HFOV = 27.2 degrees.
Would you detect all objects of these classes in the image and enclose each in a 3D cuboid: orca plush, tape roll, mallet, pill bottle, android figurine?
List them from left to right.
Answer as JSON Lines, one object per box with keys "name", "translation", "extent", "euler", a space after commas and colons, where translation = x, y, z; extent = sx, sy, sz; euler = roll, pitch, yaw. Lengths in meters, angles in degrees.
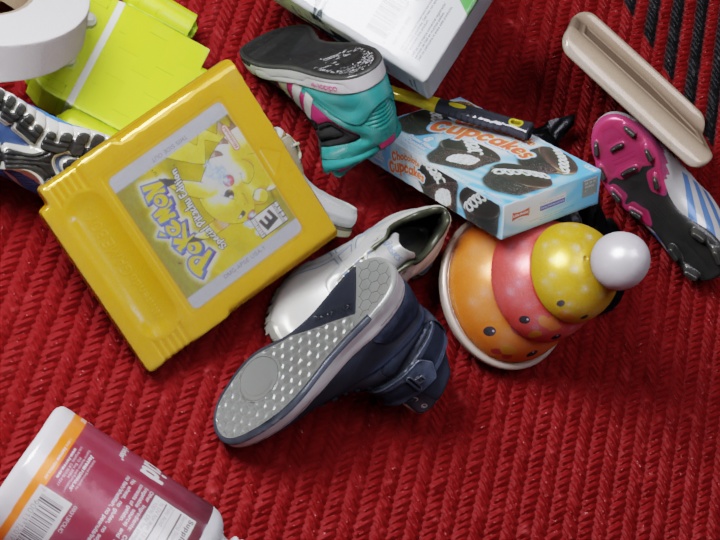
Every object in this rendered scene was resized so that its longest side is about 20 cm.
{"name": "tape roll", "translation": [-0.322, -0.220, 1.217], "extent": [0.201, 0.037, 0.204], "euler": [12, 36, -9]}
{"name": "android figurine", "translation": [-0.212, -0.175, 1.313], "extent": [0.199, 0.041, 0.183], "euler": [30, 58, -11]}
{"name": "pill bottle", "translation": [-0.174, 0.202, 1.110], "extent": [0.199, 0.114, 0.115], "euler": [35, 57, -6]}
{"name": "mallet", "translation": [0.060, -0.148, 1.372], "extent": [0.199, 0.041, 0.066], "euler": [24, 53, 25]}
{"name": "orca plush", "translation": [0.219, -0.064, 1.436], "extent": [0.104, 0.071, 0.202], "euler": [6, 64, -22]}

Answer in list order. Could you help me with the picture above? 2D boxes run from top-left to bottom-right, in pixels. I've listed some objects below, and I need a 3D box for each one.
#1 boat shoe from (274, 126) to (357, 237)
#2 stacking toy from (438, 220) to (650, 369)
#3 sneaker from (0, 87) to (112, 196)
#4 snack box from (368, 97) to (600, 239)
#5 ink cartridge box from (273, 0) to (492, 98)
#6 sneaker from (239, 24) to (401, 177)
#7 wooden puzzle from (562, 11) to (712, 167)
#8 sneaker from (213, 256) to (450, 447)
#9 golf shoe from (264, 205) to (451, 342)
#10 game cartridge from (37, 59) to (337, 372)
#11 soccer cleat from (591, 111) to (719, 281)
{"name": "boat shoe", "translation": [-0.080, -0.090, 1.288], "extent": [0.199, 0.075, 0.069], "euler": [24, 93, -29]}
{"name": "stacking toy", "translation": [0.174, 0.003, 1.296], "extent": [0.145, 0.200, 0.148], "euler": [7, 75, -30]}
{"name": "sneaker", "translation": [-0.260, -0.099, 1.228], "extent": [0.199, 0.089, 0.079], "euler": [33, 89, -32]}
{"name": "snack box", "translation": [0.109, -0.097, 1.353], "extent": [0.116, 0.037, 0.200], "euler": [-20, 35, -30]}
{"name": "ink cartridge box", "translation": [0.016, -0.272, 1.337], "extent": [0.199, 0.083, 0.147], "euler": [33, 89, 7]}
{"name": "sneaker", "translation": [-0.030, -0.149, 1.341], "extent": [0.083, 0.200, 0.121], "euler": [-32, 122, -21]}
{"name": "wooden puzzle", "translation": [0.274, -0.181, 1.492], "extent": [0.185, 0.037, 0.200], "euler": [42, 20, -1]}
{"name": "sneaker", "translation": [-0.015, 0.098, 1.252], "extent": [0.202, 0.146, 0.077], "euler": [-40, 48, 4]}
{"name": "golf shoe", "translation": [0.000, 0.000, 1.294], "extent": [0.200, 0.097, 0.078], "euler": [-40, 88, -31]}
{"name": "game cartridge", "translation": [-0.142, -0.045, 1.219], "extent": [0.199, 0.032, 0.177], "euler": [-37, 107, -15]}
{"name": "soccer cleat", "translation": [0.301, -0.078, 1.483], "extent": [0.201, 0.070, 0.086], "euler": [53, 34, -6]}
